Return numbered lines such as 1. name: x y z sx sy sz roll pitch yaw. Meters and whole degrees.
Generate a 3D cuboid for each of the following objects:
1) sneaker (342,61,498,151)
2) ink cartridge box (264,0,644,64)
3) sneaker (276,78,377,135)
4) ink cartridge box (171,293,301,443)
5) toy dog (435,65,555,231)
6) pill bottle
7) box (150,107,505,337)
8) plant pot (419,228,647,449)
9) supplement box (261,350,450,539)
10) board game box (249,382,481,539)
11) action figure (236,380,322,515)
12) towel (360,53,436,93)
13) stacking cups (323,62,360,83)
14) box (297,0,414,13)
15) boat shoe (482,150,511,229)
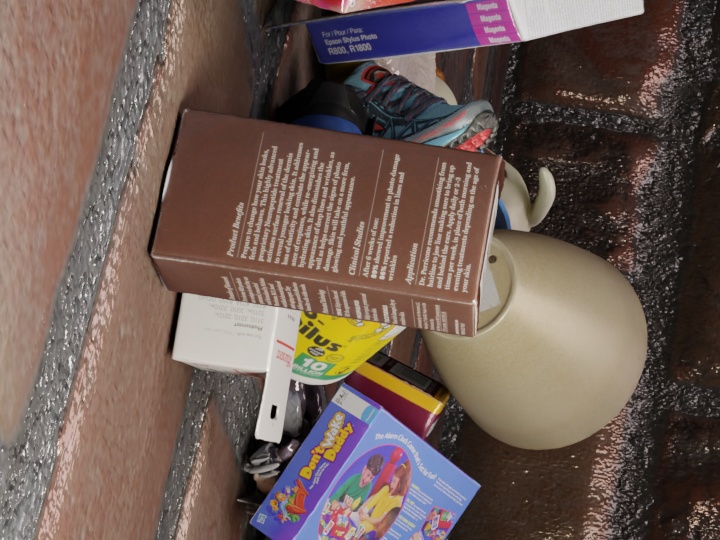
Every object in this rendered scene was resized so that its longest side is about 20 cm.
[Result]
1. sneaker: 0.018 -0.119 1.681 0.079 0.200 0.096 -16 94 -47
2. ink cartridge box: 0.068 -0.178 1.545 0.200 0.196 0.043 -18 102 -44
3. sneaker: -0.032 -0.066 1.652 0.200 0.077 0.111 98 -2 -58
4. ink cartridge box: -0.076 0.010 1.427 0.115 0.068 0.200 49 49 -81
5. toy dog: 0.067 -0.096 2.043 0.200 0.194 0.140 57 44 -26
6. pill bottle: 0.002 -0.006 1.532 0.200 0.113 0.113 -41 -152 48
7. box: -0.019 -0.028 1.311 0.075 0.200 0.100 85 15 -70
8. plant pot: 0.126 0.040 1.829 0.200 0.187 0.188 36 61 -60
9. supplement box: -0.006 0.177 1.880 0.200 0.086 0.110 -62 175 5
10. board game box: 0.008 0.190 1.757 0.135 0.045 0.200 -56 145 -6
11. action figure: -0.049 0.123 1.748 0.130 0.069 0.200 -12 104 -66
12. towel: 0.029 -0.219 1.829 0.133 0.034 0.200 54 26 -42
13. stacking cups: -0.001 -0.107 1.910 0.200 0.060 0.061 90 11 -50
14. box: 0.022 -0.242 1.468 0.200 0.095 0.100 -17 120 -48
15. boat shoe: 0.076 -0.065 1.893 0.069 0.084 0.200 -43 144 -9
